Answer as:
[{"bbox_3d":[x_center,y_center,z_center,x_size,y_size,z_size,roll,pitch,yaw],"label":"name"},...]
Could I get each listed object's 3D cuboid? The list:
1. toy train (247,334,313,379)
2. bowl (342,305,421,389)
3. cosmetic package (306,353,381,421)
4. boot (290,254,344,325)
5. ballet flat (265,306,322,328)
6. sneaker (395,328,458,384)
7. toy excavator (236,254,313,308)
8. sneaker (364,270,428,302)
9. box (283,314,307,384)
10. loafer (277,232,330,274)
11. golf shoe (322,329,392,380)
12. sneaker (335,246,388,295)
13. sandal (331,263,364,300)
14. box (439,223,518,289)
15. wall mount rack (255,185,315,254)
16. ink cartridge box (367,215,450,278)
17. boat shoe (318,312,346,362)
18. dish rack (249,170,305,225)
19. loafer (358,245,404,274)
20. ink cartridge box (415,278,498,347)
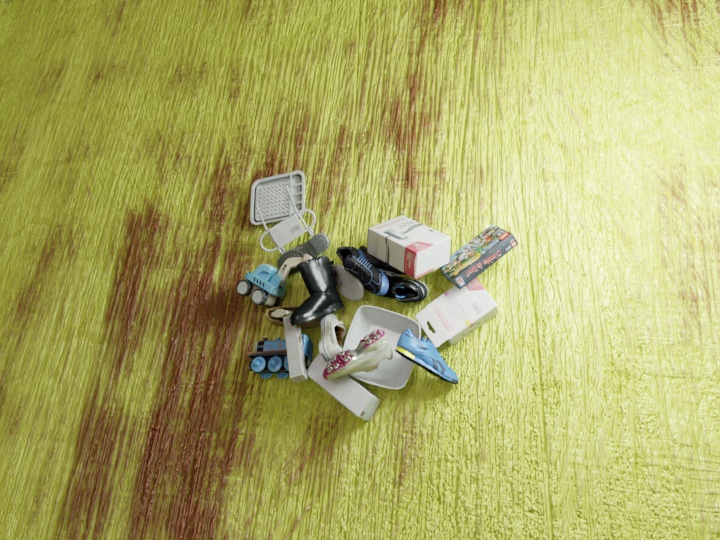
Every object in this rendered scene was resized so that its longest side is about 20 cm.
[{"bbox_3d":[-0.232,0.249,1.622,0.196,0.087,0.116,-5,59,17],"label":"toy train"},{"bbox_3d":[0.058,0.215,1.527,0.196,0.075,0.203,16,75,11],"label":"bowl"},{"bbox_3d":[-0.046,0.318,1.520,0.198,0.102,0.075,32,83,25],"label":"cosmetic package"},{"bbox_3d":[-0.139,0.053,1.586,0.073,0.196,0.165,-16,93,52],"label":"boot"},{"bbox_3d":[-0.192,0.137,1.660,0.196,0.063,0.070,-5,68,16],"label":"ballet flat"},{"bbox_3d":[0.185,0.224,1.455,0.198,0.066,0.079,34,75,-10],"label":"sneaker"},{"bbox_3d":[-0.252,0.018,1.688,0.192,0.100,0.203,26,89,25],"label":"toy excavator"},{"bbox_3d":[0.086,0.045,1.569,0.196,0.112,0.075,8,95,20],"label":"sneaker"},{"bbox_3d":[-0.183,0.214,1.550,0.041,0.039,0.202,-19,51,6],"label":"box"},{"bbox_3d":[-0.170,-0.050,1.733,0.198,0.070,0.076,-28,90,18],"label":"loafer"},{"bbox_3d":[-0.004,0.240,1.449,0.198,0.092,0.075,-32,20,5],"label":"golf shoe"},{"bbox_3d":[0.000,0.000,1.569,0.200,0.077,0.071,47,117,41],"label":"sneaker"},{"bbox_3d":[-0.054,0.019,1.666,0.201,0.049,0.084,32,114,34],"label":"sandal"},{"bbox_3d":[0.318,-0.041,1.529,0.199,0.038,0.137,-38,18,1],"label":"box"},{"bbox_3d":[-0.240,-0.155,1.745,0.198,0.075,0.176,-29,103,7],"label":"wall mount rack"},{"bbox_3d":[0.133,-0.071,1.564,0.144,0.086,0.199,-23,35,-35],"label":"ink cartridge box"},{"bbox_3d":[-0.070,0.174,1.556,0.069,0.072,0.201,-27,20,14],"label":"boat shoe"},{"bbox_3d":[-0.267,-0.232,1.843,0.196,0.044,0.175,-9,68,15],"label":"dish rack"},{"bbox_3d":[0.072,-0.036,1.640,0.196,0.072,0.064,9,68,24],"label":"loafer"},{"bbox_3d":[0.260,0.118,1.516,0.198,0.068,0.117,-34,62,1],"label":"ink cartridge box"}]
